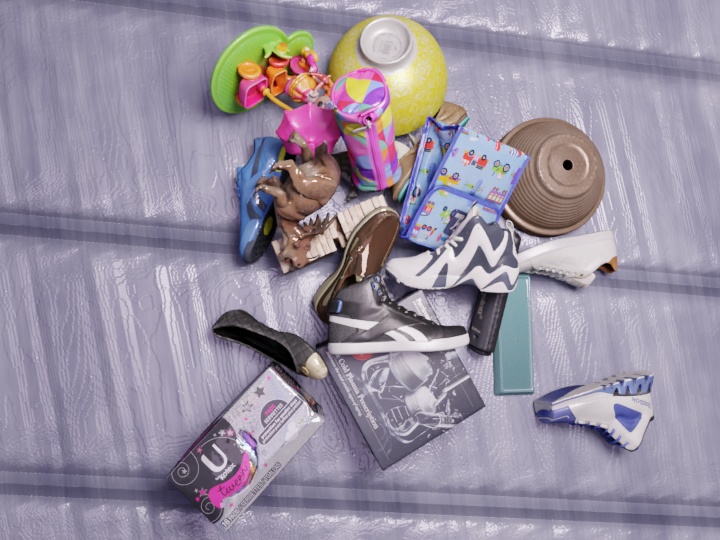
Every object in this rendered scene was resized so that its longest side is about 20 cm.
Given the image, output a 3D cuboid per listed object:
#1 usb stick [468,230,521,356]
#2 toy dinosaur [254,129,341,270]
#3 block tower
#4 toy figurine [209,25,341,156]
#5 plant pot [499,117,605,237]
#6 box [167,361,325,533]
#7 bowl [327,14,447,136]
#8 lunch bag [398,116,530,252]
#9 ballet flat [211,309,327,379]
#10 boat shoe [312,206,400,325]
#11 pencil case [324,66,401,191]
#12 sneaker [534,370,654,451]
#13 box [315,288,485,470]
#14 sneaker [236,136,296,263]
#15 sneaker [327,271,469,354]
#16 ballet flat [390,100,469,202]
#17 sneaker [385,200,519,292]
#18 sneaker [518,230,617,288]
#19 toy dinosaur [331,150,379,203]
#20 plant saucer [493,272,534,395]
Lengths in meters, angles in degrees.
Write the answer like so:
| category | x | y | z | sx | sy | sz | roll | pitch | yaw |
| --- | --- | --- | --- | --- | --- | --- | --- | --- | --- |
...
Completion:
| category | x | y | z | sx | sy | sz | roll | pitch | yaw |
| --- | --- | --- | --- | --- | --- | --- | --- | --- | --- |
| usb stick | 0.211 | 0.033 | 0.892 | 0.032 | 0.055 | 0.202 | 6 | 99 | -35 |
| toy dinosaur | -0.072 | -0.107 | 0.795 | 0.135 | 0.086 | 0.200 | 33 | 127 | -17 |
| block tower | -0.040 | -0.058 | 0.891 | 0.198 | 0.054 | 0.058 | -23 | 89 | -8 |
| toy figurine | -0.090 | -0.253 | 0.843 | 0.199 | 0.151 | 0.184 | -35 | 73 | -32 |
| plant pot | 0.317 | -0.160 | 0.918 | 0.198 | 0.093 | 0.204 | 0 | 86 | -5 |
| box | -0.160 | 0.244 | 0.815 | 0.115 | 0.132 | 0.200 | 43 | 82 | -1 |
| bowl | 0.040 | -0.324 | 0.873 | 0.197 | 0.108 | 0.203 | -1 | 76 | 4 |
| lunch bag | 0.148 | -0.114 | 0.879 | 0.149 | 0.094 | 0.202 | 12 | 106 | -32 |
| ballet flat | -0.134 | 0.117 | 0.832 | 0.198 | 0.067 | 0.057 | 22 | 40 | 25 |
| boat shoe | 0.005 | 0.002 | 0.851 | 0.074 | 0.075 | 0.204 | 22 | 107 | -31 |
| pencil case | 0.011 | -0.190 | 0.793 | 0.087 | 0.200 | 0.089 | -4 | 67 | 9 |
| sneaker | 0.391 | 0.237 | 0.898 | 0.197 | 0.081 | 0.117 | -11 | 84 | -8 |
| box | 0.056 | 0.159 | 0.858 | 0.181 | 0.104 | 0.201 | -29 | 88 | -8 |
| sneaker | -0.164 | -0.113 | 0.883 | 0.078 | 0.066 | 0.202 | 15 | 84 | 9 |
| sneaker | 0.051 | 0.057 | 0.779 | 0.197 | 0.073 | 0.113 | -2 | 85 | -4 |
| ballet flat | 0.095 | -0.202 | 0.913 | 0.072 | 0.068 | 0.200 | 38 | 81 | 8 |
| sneaker | 0.137 | -0.040 | 0.834 | 0.197 | 0.079 | 0.131 | 5 | 100 | 13 |
| sneaker | 0.331 | -0.007 | 0.914 | 0.198 | 0.073 | 0.086 | -11 | 82 | -8 |
| toy dinosaur | -0.010 | -0.162 | 0.909 | 0.198 | 0.047 | 0.089 | -26 | 82 | -11 |
| plant saucer | 0.253 | 0.104 | 0.927 | 0.069 | 0.019 | 0.203 | 0 | 86 | -6 |
